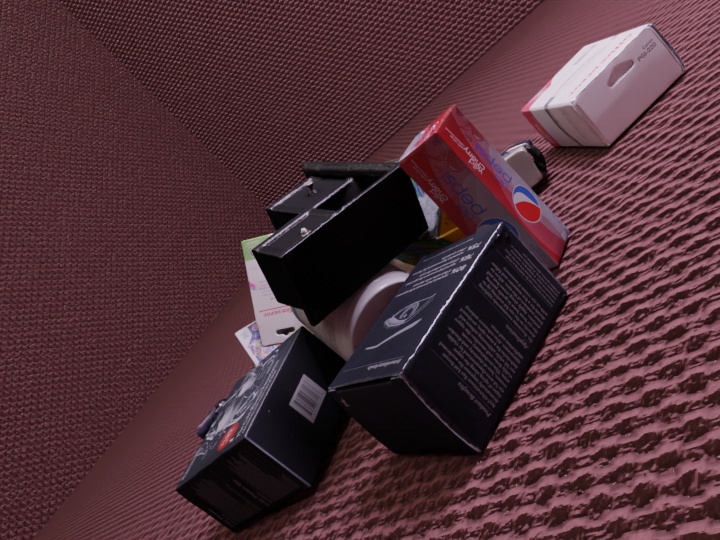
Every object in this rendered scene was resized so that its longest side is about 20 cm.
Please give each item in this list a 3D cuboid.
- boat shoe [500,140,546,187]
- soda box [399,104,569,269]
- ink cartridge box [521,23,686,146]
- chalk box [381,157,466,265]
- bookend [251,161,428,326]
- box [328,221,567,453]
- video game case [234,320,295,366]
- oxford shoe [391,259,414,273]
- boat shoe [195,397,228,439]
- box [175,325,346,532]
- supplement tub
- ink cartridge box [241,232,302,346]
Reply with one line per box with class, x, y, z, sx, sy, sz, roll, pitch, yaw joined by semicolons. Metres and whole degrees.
boat shoe;0.193;-0.119;1.017;0.199;0.075;0.093;-33;8;27
soda box;0.138;-0.080;0.746;0.070;0.200;0.064;-34;17;47
ink cartridge box;0.333;-0.252;0.950;0.146;0.085;0.200;-45;9;4
chalk box;0.085;-0.078;0.922;0.199;0.123;0.126;-2;76;53
bookend;-0.060;-0.045;0.818;0.198;0.093;0.199;-40;30;-28
box;0.084;0.070;0.663;0.200;0.104;0.148;-52;13;-28
video game case;-0.134;0.103;1.299;0.199;0.018;0.143;-32;32;-13
oxford shoe;0.056;-0.007;1.102;0.073;0.084;0.200;-43;13;4
boat shoe;-0.178;0.228;1.096;0.200;0.093;0.075;-45;11;4
box;-0.121;0.208;0.888;0.182;0.104;0.201;-42;14;36
supplement tub;-0.001;0.045;0.858;0.132;0.132;0.200;-47;32;-8
ink cartridge box;-0.142;0.032;1.268;0.116;0.202;0.067;-12;-3;19
